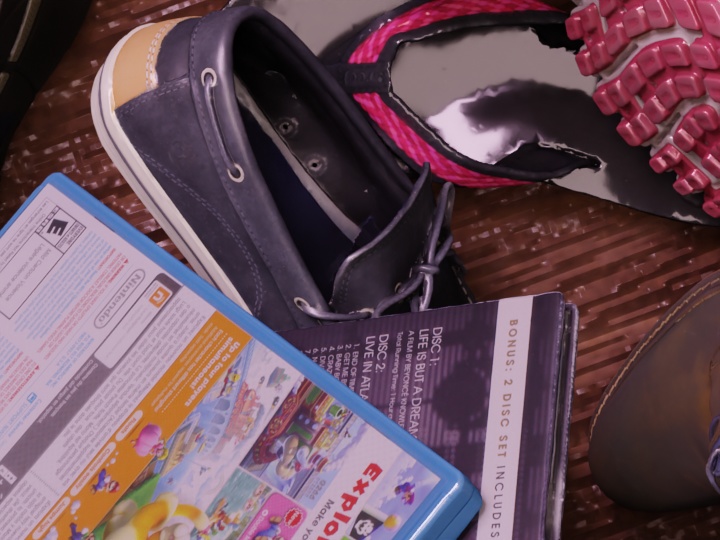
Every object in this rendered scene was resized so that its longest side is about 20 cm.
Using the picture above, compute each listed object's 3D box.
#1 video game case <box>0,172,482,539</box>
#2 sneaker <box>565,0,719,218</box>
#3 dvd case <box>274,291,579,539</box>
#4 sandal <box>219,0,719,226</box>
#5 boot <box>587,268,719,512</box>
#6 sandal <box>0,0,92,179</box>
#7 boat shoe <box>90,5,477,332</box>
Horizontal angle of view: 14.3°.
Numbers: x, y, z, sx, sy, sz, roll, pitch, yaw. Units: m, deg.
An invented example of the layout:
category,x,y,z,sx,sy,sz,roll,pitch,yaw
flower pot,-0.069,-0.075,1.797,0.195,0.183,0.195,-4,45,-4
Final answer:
category,x,y,z,sx,sy,sz,roll,pitch,yaw
video game case,-0.076,0.069,0.835,0.143,0.018,0.200,-50,50,-6
sneaker,0.136,-0.046,0.883,0.075,0.081,0.200,-47,112,-23
dvd case,-0.035,0.086,0.824,0.199,0.016,0.149,-9,57,26
sandal,0.044,-0.057,0.910,0.199,0.045,0.075,10,93,0
boot,0.115,0.047,0.838,0.075,0.200,0.097,51,50,-5
sandal,-0.133,-0.066,0.898,0.057,0.080,0.202,24,93,13
boat shoe,0.000,0.000,0.882,0.062,0.075,0.200,-26,110,41
